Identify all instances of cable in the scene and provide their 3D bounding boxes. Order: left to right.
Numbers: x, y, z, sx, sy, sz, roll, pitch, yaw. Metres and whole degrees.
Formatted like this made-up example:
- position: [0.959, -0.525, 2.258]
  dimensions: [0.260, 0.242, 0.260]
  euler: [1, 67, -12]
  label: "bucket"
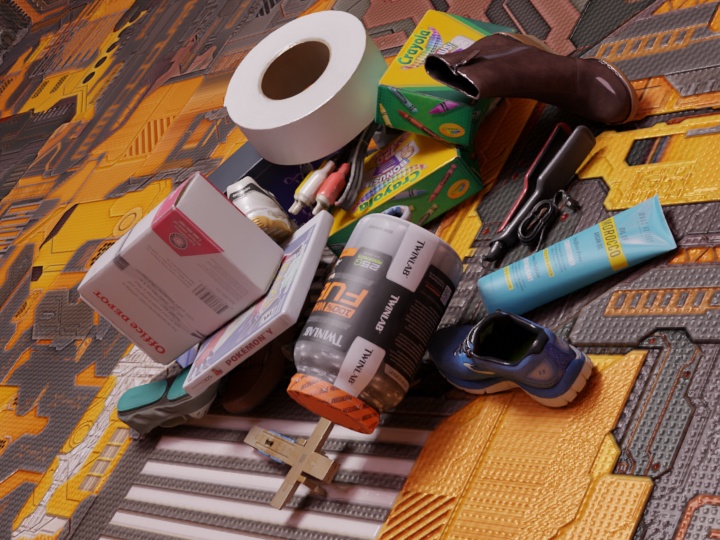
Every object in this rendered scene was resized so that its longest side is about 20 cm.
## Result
- position: [-0.016, -0.146, 1.574]
  dimensions: [0.097, 0.050, 0.200]
  euler: [11, 72, 58]
  label: "cable"

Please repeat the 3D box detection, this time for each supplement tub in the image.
- position: [0.012, 0.055, 1.307]
  dimensions: [0.122, 0.122, 0.200]
  euler: [5, 64, 52]
  label: "supplement tub"

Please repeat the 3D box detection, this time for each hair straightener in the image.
- position: [0.196, -0.078, 1.416]
  dimensions: [0.200, 0.041, 0.077]
  euler: [-52, 31, -15]
  label: "hair straightener"

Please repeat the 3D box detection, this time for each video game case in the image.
- position: [-0.116, 0.036, 1.499]
  dimensions: [0.182, 0.023, 0.200]
  euler: [-37, 21, 33]
  label: "video game case"

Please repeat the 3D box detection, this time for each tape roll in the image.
- position: [-0.066, -0.227, 1.615]
  dimensions: [0.202, 0.071, 0.203]
  euler: [-19, 46, 20]
  label: "tape roll"

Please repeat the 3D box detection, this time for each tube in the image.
- position: [0.217, -0.008, 1.307]
  dimensions: [0.200, 0.050, 0.078]
  euler: [-26, 47, 19]
  label: "tube"

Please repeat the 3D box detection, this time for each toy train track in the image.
- position: [-0.069, 0.201, 1.395]
  dimensions: [0.115, 0.033, 0.200]
  euler: [-58, 27, -12]
  label: "toy train track"

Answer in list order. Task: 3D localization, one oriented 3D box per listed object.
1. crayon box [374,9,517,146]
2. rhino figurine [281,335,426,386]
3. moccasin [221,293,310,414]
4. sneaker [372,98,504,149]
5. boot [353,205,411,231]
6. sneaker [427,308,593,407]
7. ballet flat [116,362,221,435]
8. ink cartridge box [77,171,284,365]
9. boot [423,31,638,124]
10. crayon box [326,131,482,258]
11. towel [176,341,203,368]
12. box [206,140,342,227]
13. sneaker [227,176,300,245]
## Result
- position: [0.105, -0.235, 1.566]
  dimensions: [0.119, 0.058, 0.200]
  euler: [15, 41, 13]
  label: "crayon box"
- position: [0.001, 0.093, 1.413]
  dimensions: [0.087, 0.060, 0.200]
  euler: [-43, 32, -20]
  label: "rhino figurine"
- position: [-0.119, 0.082, 1.551]
  dimensions: [0.074, 0.078, 0.202]
  euler: [-8, 45, 41]
  label: "moccasin"
- position: [0.092, -0.220, 1.645]
  dimensions: [0.200, 0.116, 0.075]
  euler: [-42, 30, 3]
  label: "sneaker"
- position: [0.000, 0.000, 1.426]
  dimensions: [0.073, 0.096, 0.200]
  euler: [3, 27, 32]
  label: "boot"
- position: [0.131, 0.071, 1.258]
  dimensions: [0.200, 0.089, 0.079]
  euler: [2, 52, 54]
  label: "sneaker"
- position: [-0.218, 0.156, 1.586]
  dimensions: [0.200, 0.064, 0.067]
  euler: [-21, 34, 40]
  label: "ballet flat"
- position: [-0.211, 0.001, 1.517]
  dimensions: [0.200, 0.146, 0.083]
  euler: [-35, 20, 35]
  label: "ink cartridge box"
- position: [0.189, -0.203, 1.446]
  dimensions: [0.166, 0.072, 0.200]
  euler: [-20, 42, -37]
  label: "boot"
- position: [0.048, -0.102, 1.590]
  dimensions: [0.200, 0.058, 0.119]
  euler: [-31, 32, 20]
  label: "crayon box"
- position: [-0.210, 0.032, 1.664]
  dimensions: [0.147, 0.024, 0.201]
  euler: [32, 115, 61]
  label: "towel"
- position: [-0.098, -0.113, 1.711]
  dimensions: [0.200, 0.141, 0.079]
  euler: [-42, 30, 4]
  label: "box"
- position: [-0.112, -0.058, 1.617]
  dimensions: [0.076, 0.200, 0.088]
  euler: [-26, 71, 0]
  label: "sneaker"
